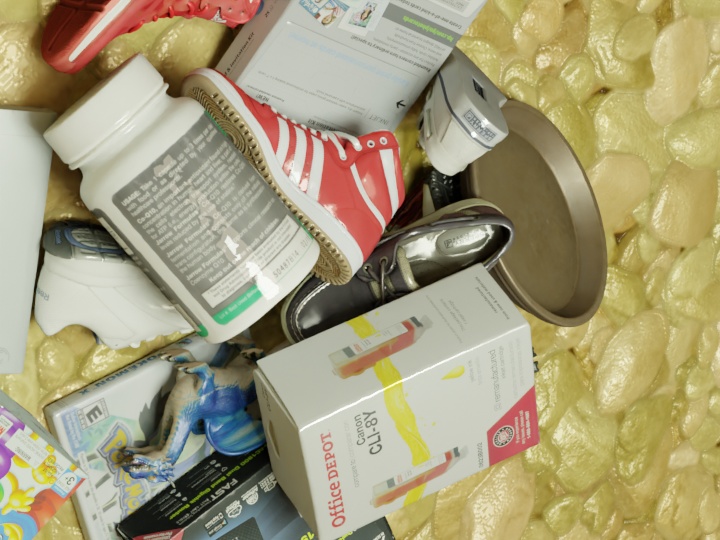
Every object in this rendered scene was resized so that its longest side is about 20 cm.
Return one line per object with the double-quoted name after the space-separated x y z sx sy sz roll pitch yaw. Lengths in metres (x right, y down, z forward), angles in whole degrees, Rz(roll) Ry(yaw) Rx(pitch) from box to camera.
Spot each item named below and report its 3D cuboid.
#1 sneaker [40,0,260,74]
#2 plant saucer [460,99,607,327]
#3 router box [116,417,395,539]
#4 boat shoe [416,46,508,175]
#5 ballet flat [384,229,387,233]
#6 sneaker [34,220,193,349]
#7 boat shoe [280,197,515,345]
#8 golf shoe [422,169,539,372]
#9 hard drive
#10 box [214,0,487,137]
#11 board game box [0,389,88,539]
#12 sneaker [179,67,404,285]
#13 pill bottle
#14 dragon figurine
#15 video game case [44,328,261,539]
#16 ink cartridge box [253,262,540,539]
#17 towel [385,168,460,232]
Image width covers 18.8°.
-0.139 -0.198 1.621 0.200 0.078 0.116 -49 124 -11 "sneaker"
0.144 -0.046 1.833 0.200 0.029 0.201 30 49 -43 "plant saucer"
-0.081 0.217 1.770 0.200 0.062 0.150 -37 123 -21 "router box"
0.074 -0.125 1.739 0.071 0.200 0.070 42 105 -16 "boat shoe"
0.000 0.000 1.759 0.074 0.074 0.201 -25 104 -26 "ballet flat"
-0.166 0.019 1.684 0.199 0.075 0.087 11 113 -32 "sneaker"
0.031 0.003 1.700 0.199 0.065 0.072 -25 96 -8 "boat shoe"
0.073 0.017 1.809 0.078 0.094 0.201 -13 86 -55 "golf shoe"
-0.298 -0.023 1.597 0.131 0.026 0.201 2 103 -35 "hard drive"
-0.011 -0.176 1.691 0.156 0.041 0.200 19 116 -37 "box"
-0.316 0.177 1.580 0.200 0.105 0.103 -49 129 -5 "board game box"
-0.046 -0.098 1.666 0.200 0.071 0.113 51 58 -17 "sneaker"
-0.133 -0.054 1.596 0.113 0.113 0.200 -43 102 -16 "pill bottle"
-0.104 0.107 1.721 0.199 0.059 0.100 -15 113 -30 "dragon figurine"
-0.148 0.160 1.758 0.182 0.022 0.201 -27 117 -26 "video game case"
0.030 0.104 1.677 0.199 0.083 0.145 -23 137 -14 "ink cartridge box"
0.049 0.023 1.852 0.200 0.023 0.144 -50 126 -12 "towel"
